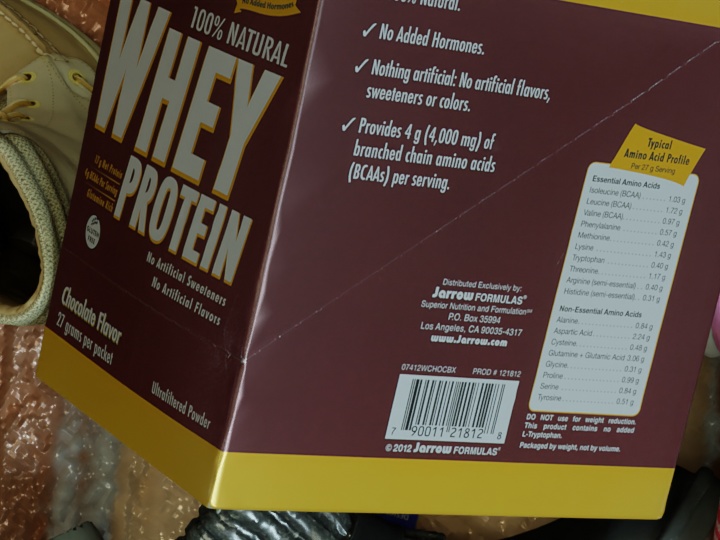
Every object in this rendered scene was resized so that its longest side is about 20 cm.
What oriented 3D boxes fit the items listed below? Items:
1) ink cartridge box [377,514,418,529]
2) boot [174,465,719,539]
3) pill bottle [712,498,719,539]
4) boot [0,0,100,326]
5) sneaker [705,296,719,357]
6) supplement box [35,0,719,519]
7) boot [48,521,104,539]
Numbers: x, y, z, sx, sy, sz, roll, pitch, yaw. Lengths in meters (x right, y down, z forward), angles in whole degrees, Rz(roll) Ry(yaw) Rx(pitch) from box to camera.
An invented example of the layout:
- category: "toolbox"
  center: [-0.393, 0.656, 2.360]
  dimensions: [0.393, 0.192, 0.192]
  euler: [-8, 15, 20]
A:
- category: "ink cartridge box"
  center: [0.000, 0.000, 1.026]
  dimensions: [0.094, 0.037, 0.201]
  euler: [15, 97, 13]
- category: "boot"
  center: [0.025, 0.111, 0.990]
  dimensions: [0.211, 0.079, 0.158]
  euler: [-44, 88, 11]
- category: "pill bottle"
  center: [0.184, 0.107, 0.926]
  dimensions: [0.112, 0.112, 0.201]
  euler: [10, 105, 13]
- category: "boot"
  center: [-0.145, -0.049, 0.988]
  dimensions: [0.073, 0.155, 0.200]
  euler: [-44, 69, 16]
- category: "sneaker"
  center: [0.108, -0.062, 0.978]
  dimensions: [0.086, 0.080, 0.201]
  euler: [-5, 84, 24]
- category: "supplement box"
  center: [0.017, -0.032, 0.883]
  dimensions: [0.133, 0.196, 0.201]
  euler: [29, 109, 53]
- category: "boot"
  center: [-0.095, 0.205, 0.989]
  dimensions: [0.200, 0.182, 0.073]
  euler: [54, 130, 9]
